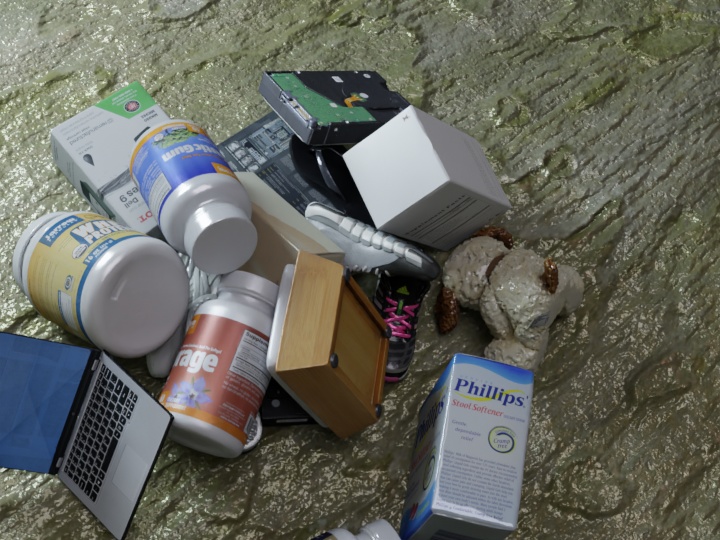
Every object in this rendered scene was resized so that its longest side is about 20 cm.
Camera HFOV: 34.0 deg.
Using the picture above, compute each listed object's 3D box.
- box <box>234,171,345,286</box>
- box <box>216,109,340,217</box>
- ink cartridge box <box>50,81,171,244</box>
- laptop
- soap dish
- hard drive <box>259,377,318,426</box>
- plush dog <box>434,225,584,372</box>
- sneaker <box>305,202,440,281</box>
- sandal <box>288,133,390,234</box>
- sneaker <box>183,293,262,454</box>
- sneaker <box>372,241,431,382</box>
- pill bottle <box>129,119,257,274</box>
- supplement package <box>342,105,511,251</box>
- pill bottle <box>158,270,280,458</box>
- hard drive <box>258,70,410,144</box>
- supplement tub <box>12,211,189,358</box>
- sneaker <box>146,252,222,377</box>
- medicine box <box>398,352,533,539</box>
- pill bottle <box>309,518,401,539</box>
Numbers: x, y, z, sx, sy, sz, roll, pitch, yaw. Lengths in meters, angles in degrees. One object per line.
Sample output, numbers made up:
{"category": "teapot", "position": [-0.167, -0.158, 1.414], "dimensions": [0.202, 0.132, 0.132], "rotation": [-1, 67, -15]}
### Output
{"category": "box", "position": [-0.121, -0.038, 1.499], "dimensions": [0.078, 0.095, 0.200], "rotation": [-4, 35, -48]}
{"category": "box", "position": [-0.094, -0.122, 1.627], "dimensions": [0.158, 0.051, 0.200], "rotation": [-36, 74, -25]}
{"category": "ink cartridge box", "position": [-0.295, -0.131, 1.571], "dimensions": [0.146, 0.084, 0.200], "rotation": [-36, 76, -24]}
{"category": "laptop", "position": [-0.339, 0.188, 1.321], "dimensions": [0.200, 0.188, 0.116], "rotation": [38, 28, 26]}
{"category": "soap dish", "position": [-0.031, 0.091, 1.406], "dimensions": [0.081, 0.200, 0.158], "rotation": [-4, 59, 22]}
{"category": "hard drive", "position": [-0.069, 0.101, 1.525], "dimensions": [0.139, 0.038, 0.201], "rotation": [-2, 65, -13]}
{"category": "plush dog", "position": [0.188, 0.020, 1.572], "dimensions": [0.171, 0.161, 0.200], "rotation": [22, 59, 27]}
{"category": "sneaker", "position": [0.000, 0.000, 1.514], "dimensions": [0.200, 0.075, 0.116], "rotation": [26, 95, 23]}
{"category": "sandal", "position": [-0.021, -0.119, 1.586], "dimensions": [0.076, 0.043, 0.200], "rotation": [-32, 73, -25]}
{"category": "sneaker", "position": [-0.173, 0.133, 1.459], "dimensions": [0.078, 0.079, 0.201], "rotation": [-11, 74, -11]}
{"category": "sneaker", "position": [0.049, 0.046, 1.548], "dimensions": [0.074, 0.088, 0.200], "rotation": [14, 62, -4]}
{"category": "pill bottle", "position": [-0.197, -0.086, 1.413], "dimensions": [0.112, 0.112, 0.200], "rotation": [-18, 44, -19]}
{"category": "supplement package", "position": [0.091, -0.118, 1.564], "dimensions": [0.120, 0.200, 0.122], "rotation": [-33, 67, 22]}
{"category": "pill bottle", "position": [-0.157, 0.106, 1.370], "dimensions": [0.112, 0.112, 0.201], "rotation": [20, 68, -1]}
{"category": "hard drive", "position": [-0.024, -0.228, 1.637], "dimensions": [0.200, 0.038, 0.140], "rotation": [-8, 42, -39]}
{"category": "supplement tub", "position": [-0.316, 0.010, 1.420], "dimensions": [0.200, 0.145, 0.145], "rotation": [20, 53, 42]}
{"category": "sneaker", "position": [-0.210, 0.051, 1.503], "dimensions": [0.099, 0.078, 0.201], "rotation": [20, 63, -6]}
{"category": "medicine box", "position": [0.125, 0.231, 1.415], "dimensions": [0.103, 0.182, 0.201], "rotation": [14, 61, -5]}
{"category": "pill bottle", "position": [-0.044, 0.365, 1.353], "dimensions": [0.200, 0.111, 0.111], "rotation": [-23, 70, -21]}
